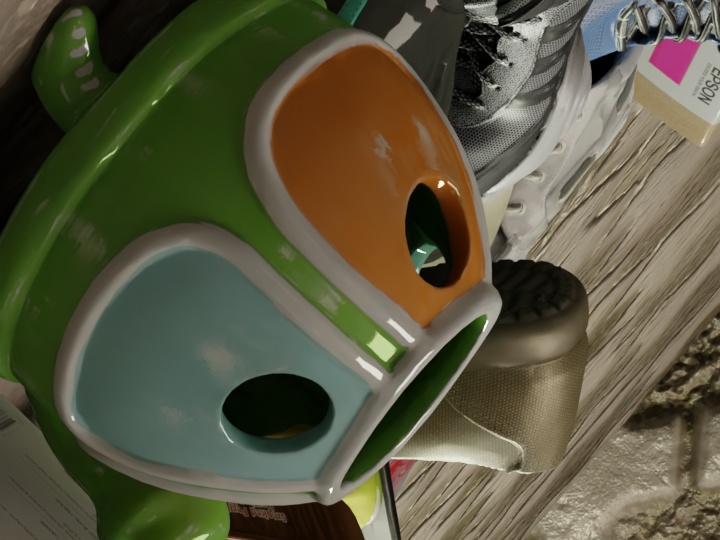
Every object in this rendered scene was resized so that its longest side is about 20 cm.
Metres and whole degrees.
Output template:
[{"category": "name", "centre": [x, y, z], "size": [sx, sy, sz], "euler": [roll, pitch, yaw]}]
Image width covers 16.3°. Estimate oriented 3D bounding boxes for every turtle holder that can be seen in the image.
[{"category": "turtle holder", "centre": [-0.044, 0.011, 0.728], "size": [0.186, 0.132, 0.141], "euler": [-52, 169, 11]}]

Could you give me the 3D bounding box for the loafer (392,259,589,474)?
[{"category": "loafer", "centre": [-0.015, 0.038, 0.835], "size": [0.076, 0.200, 0.068], "euler": [-33, 116, -51]}]

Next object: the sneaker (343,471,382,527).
[{"category": "sneaker", "centre": [-0.053, 0.050, 0.966], "size": [0.105, 0.076, 0.200], "euler": [-18, 138, -3]}]

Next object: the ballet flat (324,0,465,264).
[{"category": "ballet flat", "centre": [-0.004, -0.044, 0.861], "size": [0.068, 0.068, 0.200], "euler": [-56, 162, -25]}]

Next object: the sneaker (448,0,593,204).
[{"category": "sneaker", "centre": [0.043, -0.094, 0.884], "size": [0.114, 0.075, 0.200], "euler": [-25, 151, -55]}]

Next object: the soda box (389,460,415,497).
[{"category": "soda box", "centre": [-0.024, 0.124, 1.349], "size": [0.070, 0.063, 0.200], "euler": [-43, 167, -30]}]

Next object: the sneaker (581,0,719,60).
[{"category": "sneaker", "centre": [0.146, -0.128, 1.076], "size": [0.200, 0.089, 0.079], "euler": [-31, 164, -15]}]

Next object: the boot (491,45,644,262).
[{"category": "boot", "centre": [0.061, -0.052, 1.117], "size": [0.200, 0.073, 0.096], "euler": [-53, 166, -31]}]

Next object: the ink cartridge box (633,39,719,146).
[{"category": "ink cartridge box", "centre": [0.214, -0.177, 1.255], "size": [0.165, 0.075, 0.200], "euler": [-46, 169, -24]}]

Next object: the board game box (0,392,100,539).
[{"category": "board game box", "centre": [-0.090, 0.134, 0.779], "size": [0.126, 0.200, 0.035], "euler": [-34, 164, -51]}]

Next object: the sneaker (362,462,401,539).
[{"category": "sneaker", "centre": [-0.043, 0.116, 1.212], "size": [0.084, 0.120, 0.201], "euler": [-97, 179, -65]}]

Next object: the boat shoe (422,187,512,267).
[{"category": "boat shoe", "centre": [-0.002, -0.001, 1.038], "size": [0.073, 0.063, 0.202], "euler": [11, 127, -28]}]

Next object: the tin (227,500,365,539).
[{"category": "tin", "centre": [-0.079, 0.118, 0.951], "size": [0.200, 0.042, 0.112], "euler": [17, 129, -45]}]
